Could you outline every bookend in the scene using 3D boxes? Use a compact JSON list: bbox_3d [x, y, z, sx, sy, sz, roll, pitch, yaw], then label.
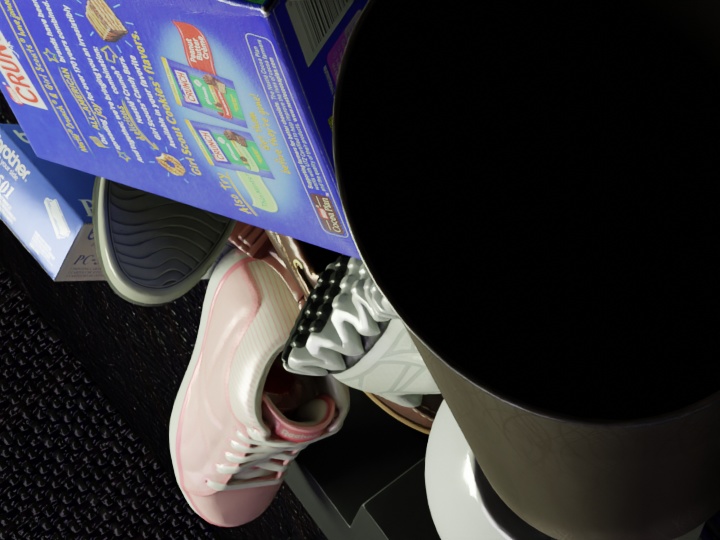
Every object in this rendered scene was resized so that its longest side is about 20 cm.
[{"bbox_3d":[0.027,0.136,1.280,0.200,0.092,0.199,52,166,11],"label":"bookend"}]

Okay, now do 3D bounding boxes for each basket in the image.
[{"bbox_3d":[0.079,0.010,0.677,0.200,0.135,0.181,67,180,-61],"label":"basket"}]

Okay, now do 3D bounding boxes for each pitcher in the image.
[{"bbox_3d":[0.112,0.105,0.886,0.171,0.122,0.200,29,173,10],"label":"pitcher"}]

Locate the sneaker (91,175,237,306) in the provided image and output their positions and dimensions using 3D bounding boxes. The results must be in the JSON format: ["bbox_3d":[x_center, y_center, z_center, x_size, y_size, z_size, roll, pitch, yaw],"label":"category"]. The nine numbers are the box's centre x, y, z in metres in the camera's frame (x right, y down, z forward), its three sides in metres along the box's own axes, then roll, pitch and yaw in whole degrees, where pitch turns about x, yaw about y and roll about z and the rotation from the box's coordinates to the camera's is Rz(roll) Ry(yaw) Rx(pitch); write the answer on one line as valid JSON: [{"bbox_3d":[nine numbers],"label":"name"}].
[{"bbox_3d":[-0.108,-0.046,1.082,0.074,0.201,0.106,16,142,-13],"label":"sneaker"}]

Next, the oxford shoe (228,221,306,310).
[{"bbox_3d":[-0.007,-0.001,1.146,0.200,0.070,0.075,49,-165,6],"label":"oxford shoe"}]

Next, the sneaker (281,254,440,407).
[{"bbox_3d":[0.037,0.014,0.951,0.081,0.075,0.200,32,153,-12],"label":"sneaker"}]

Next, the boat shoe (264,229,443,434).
[{"bbox_3d":[0.000,0.000,1.062,0.200,0.070,0.070,51,168,9],"label":"boat shoe"}]

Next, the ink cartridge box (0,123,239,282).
[{"bbox_3d":[-0.123,-0.039,1.193,0.199,0.044,0.094,-1,-140,-51],"label":"ink cartridge box"}]

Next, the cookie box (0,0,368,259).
[{"bbox_3d":[-0.084,-0.107,0.917,0.199,0.075,0.172,18,150,27],"label":"cookie box"}]

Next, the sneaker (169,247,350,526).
[{"bbox_3d":[-0.060,0.093,1.204,0.105,0.075,0.201,-126,38,-48],"label":"sneaker"}]
